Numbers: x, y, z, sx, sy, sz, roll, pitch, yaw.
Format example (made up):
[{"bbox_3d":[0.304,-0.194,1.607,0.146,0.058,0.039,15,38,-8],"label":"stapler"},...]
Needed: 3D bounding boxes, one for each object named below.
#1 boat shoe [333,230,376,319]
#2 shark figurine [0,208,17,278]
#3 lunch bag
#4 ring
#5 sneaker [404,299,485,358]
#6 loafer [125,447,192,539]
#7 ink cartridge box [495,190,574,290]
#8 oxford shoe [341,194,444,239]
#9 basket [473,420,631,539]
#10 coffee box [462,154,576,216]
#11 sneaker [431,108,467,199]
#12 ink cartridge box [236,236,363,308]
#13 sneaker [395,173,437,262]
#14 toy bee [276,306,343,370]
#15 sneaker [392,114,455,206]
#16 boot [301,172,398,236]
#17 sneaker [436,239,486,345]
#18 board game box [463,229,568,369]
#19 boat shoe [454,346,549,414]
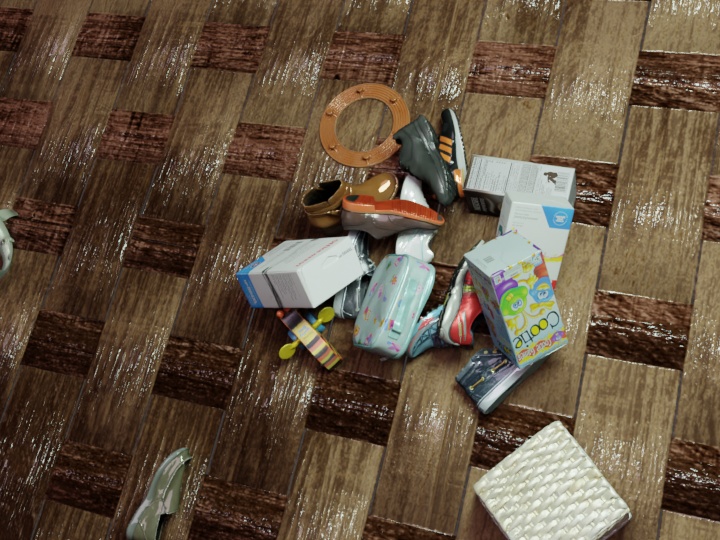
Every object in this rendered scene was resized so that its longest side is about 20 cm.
[{"bbox_3d":[0.000,0.000,1.734,0.068,0.072,0.201,8,75,20],"label":"boat shoe"},{"bbox_3d":[-0.838,-0.059,1.999,0.089,0.128,0.215,-26,82,32],"label":"shark figurine"},{"bbox_3d":[0.062,0.070,1.638,0.077,0.160,0.201,23,82,-19],"label":"lunch bag"},{"bbox_3d":[0.007,-0.314,1.875,0.200,0.019,0.201,-5,69,14],"label":"ring"},{"bbox_3d":[0.171,0.109,1.644,0.200,0.079,0.096,-37,68,0],"label":"sneaker"},{"bbox_3d":[-0.373,0.438,1.686,0.070,0.075,0.200,27,84,10],"label":"loafer"},{"bbox_3d":[0.304,-0.036,1.591,0.116,0.067,0.201,6,113,-5],"label":"ink cartridge box"},{"bbox_3d":[0.061,-0.096,1.696,0.199,0.071,0.073,10,115,4],"label":"oxford shoe"},{"bbox_3d":[0.315,0.385,1.461,0.200,0.161,0.198,-38,66,2],"label":"basket"},{"bbox_3d":[0.306,-0.152,1.682,0.199,0.113,0.080,10,74,19],"label":"coffee box"},{"bbox_3d":[0.167,-0.235,1.773,0.090,0.070,0.201,-11,70,8],"label":"sneaker"},{"bbox_3d":[-0.117,0.005,1.678,0.200,0.085,0.146,-1,27,48],"label":"ink cartridge box"},{"bbox_3d":[0.116,-0.103,1.747,0.080,0.070,0.201,2,79,11],"label":"sneaker"},{"bbox_3d":[-0.124,0.113,1.708,0.200,0.109,0.131,24,82,22],"label":"toy bee"},{"bbox_3d":[0.124,-0.205,1.713,0.091,0.076,0.200,-25,62,12],"label":"sneaker"},{"bbox_3d":[-0.022,-0.156,1.750,0.200,0.155,0.077,-29,65,4],"label":"boot"},{"bbox_3d":[0.203,0.044,1.604,0.085,0.077,0.201,21,80,-3],"label":"sneaker"},{"bbox_3d":[0.271,0.050,1.521,0.103,0.200,0.105,-27,29,-8],"label":"board game box"},{"bbox_3d":[0.267,0.162,1.601,0.200,0.071,0.091,-43,68,-1],"label":"boat shoe"}]
